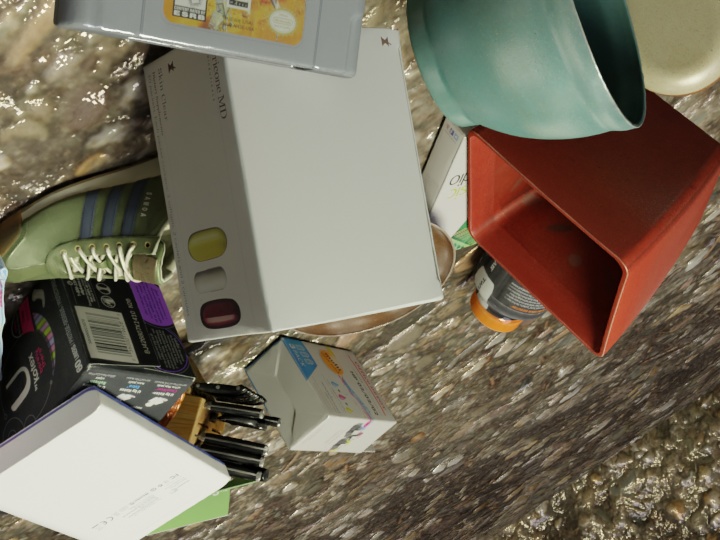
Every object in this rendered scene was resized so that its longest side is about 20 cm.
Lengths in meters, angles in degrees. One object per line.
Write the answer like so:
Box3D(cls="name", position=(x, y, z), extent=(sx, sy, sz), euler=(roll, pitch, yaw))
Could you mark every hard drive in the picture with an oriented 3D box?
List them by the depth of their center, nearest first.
Box3D(cls="hard drive", position=(-0.215, 0.174, 0.824), extent=(0.132, 0.025, 0.200), euler=(-33, 144, 5))

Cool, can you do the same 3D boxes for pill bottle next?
Box3D(cls="pill bottle", position=(0.205, -0.012, 1.179), extent=(0.106, 0.106, 0.200), euler=(-12, 146, -36))

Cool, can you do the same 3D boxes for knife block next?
Box3D(cls="knife block", position=(-0.184, 0.173, 0.980), extent=(0.200, 0.176, 0.064), euler=(-35, 153, 3))

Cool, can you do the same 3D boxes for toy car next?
Box3D(cls="toy car", position=(0.280, -0.227, 0.885), extent=(0.164, 0.158, 0.200), euler=(-22, 175, 20))

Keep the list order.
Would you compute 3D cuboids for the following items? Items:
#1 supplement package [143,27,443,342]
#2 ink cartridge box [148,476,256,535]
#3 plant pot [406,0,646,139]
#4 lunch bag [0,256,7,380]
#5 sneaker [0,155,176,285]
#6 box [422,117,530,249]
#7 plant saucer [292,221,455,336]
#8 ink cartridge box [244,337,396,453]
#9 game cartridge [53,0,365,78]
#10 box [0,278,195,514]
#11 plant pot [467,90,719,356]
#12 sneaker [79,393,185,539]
Box3D(cls="supplement package", position=(-0.047, -0.061, 0.695), extent=(0.156, 0.200, 0.111), euler=(-9, 179, -40))
Box3D(cls="ink cartridge box", position=(-0.205, 0.228, 1.033), extent=(0.104, 0.200, 0.059), euler=(-1, 99, -46))
Box3D(cls="plant pot", position=(0.118, -0.185, 0.741), extent=(0.134, 0.201, 0.200), euler=(-15, 162, 27))
Box3D(cls="lunch bag", position=(-0.347, 0.065, 0.688), extent=(0.200, 0.127, 0.170), euler=(-22, 153, -36))
Box3D(cls="sneaker", position=(-0.181, -0.024, 0.755), extent=(0.200, 0.090, 0.067), euler=(-25, 153, -15))
Box3D(cls="box", position=(0.125, -0.095, 1.034), extent=(0.144, 0.036, 0.200), euler=(-18, 150, -28))
Box3D(cls="plant saucer", position=(0.000, 0.000, 1.020), extent=(0.200, 0.032, 0.200), euler=(-14, 147, -9))
Box3D(cls="ink cartridge box", position=(-0.034, 0.154, 1.177), extent=(0.068, 0.115, 0.200), euler=(-42, 153, 16))
Box3D(cls="game cartridge", position=(-0.076, -0.193, 0.575), extent=(0.200, 0.042, 0.133), euler=(1, 104, -39))
Box3D(cls="box", position=(-0.252, 0.105, 0.842), extent=(0.106, 0.122, 0.200), euler=(15, 125, -45))
Box3D(cls="plant pot", position=(0.237, -0.073, 0.963), extent=(0.176, 0.200, 0.200), euler=(-38, 155, -13))
Box3D(cls="sneaker", position=(-0.232, 0.158, 0.935), extent=(0.076, 0.092, 0.200), euler=(18, 95, -45))
